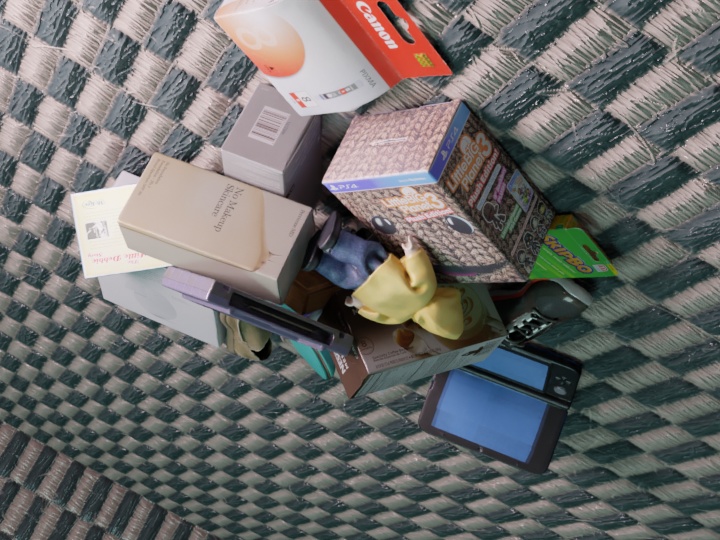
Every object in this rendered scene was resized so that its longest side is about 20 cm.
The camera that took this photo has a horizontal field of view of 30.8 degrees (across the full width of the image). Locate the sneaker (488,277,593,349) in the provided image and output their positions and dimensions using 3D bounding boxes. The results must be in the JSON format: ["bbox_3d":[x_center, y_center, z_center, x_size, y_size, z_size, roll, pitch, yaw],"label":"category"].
[{"bbox_3d":[0.212,0.063,1.630,0.077,0.082,0.200,34,154,-18],"label":"sneaker"}]

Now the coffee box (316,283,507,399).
[{"bbox_3d":[0.063,0.069,1.604,0.200,0.115,0.080,-13,158,-26],"label":"coffee box"}]

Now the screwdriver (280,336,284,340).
[{"bbox_3d":[-0.128,-0.003,1.751,0.028,0.029,0.200,-14,99,17],"label":"screwdriver"}]

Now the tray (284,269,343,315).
[{"bbox_3d":[-0.105,-0.021,1.635,0.200,0.099,0.037,36,126,30],"label":"tray"}]

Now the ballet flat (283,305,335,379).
[{"bbox_3d":[-0.078,0.070,1.823,0.067,0.070,0.200,23,157,53],"label":"ballet flat"}]

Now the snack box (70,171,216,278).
[{"bbox_3d":[-0.280,-0.060,1.737,0.200,0.116,0.037,-8,-176,15],"label":"snack box"}]

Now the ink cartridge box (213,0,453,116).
[{"bbox_3d":[-0.029,-0.227,1.332,0.200,0.050,0.162,4,148,44],"label":"ink cartridge box"}]

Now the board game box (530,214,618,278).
[{"bbox_3d":[0.201,-0.025,1.535,0.200,0.030,0.096,1,146,46],"label":"board game box"}]

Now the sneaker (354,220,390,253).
[{"bbox_3d":[0.000,0.000,1.699,0.080,0.086,0.200,23,155,9],"label":"sneaker"}]

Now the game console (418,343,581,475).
[{"bbox_3d":[0.190,0.177,1.828,0.200,0.118,0.171,19,155,12],"label":"game console"}]

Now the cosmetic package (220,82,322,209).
[{"bbox_3d":[-0.101,-0.116,1.547,0.090,0.107,0.200,20,156,12],"label":"cosmetic package"}]

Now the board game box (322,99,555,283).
[{"bbox_3d":[0.089,-0.081,1.449,0.159,0.097,0.200,-3,143,45],"label":"board game box"}]

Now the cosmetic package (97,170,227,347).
[{"bbox_3d":[-0.269,-0.015,1.876,0.199,0.123,0.200,22,155,9],"label":"cosmetic package"}]

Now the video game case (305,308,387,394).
[{"bbox_3d":[-0.037,0.048,1.741,0.181,0.045,0.200,45,-171,-37],"label":"video game case"}]

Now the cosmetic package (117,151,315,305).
[{"bbox_3d":[-0.162,-0.048,1.491,0.200,0.104,0.073,19,156,11],"label":"cosmetic package"}]

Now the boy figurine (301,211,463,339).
[{"bbox_3d":[0.038,0.010,1.478,0.200,0.064,0.124,28,128,-13],"label":"boy figurine"}]

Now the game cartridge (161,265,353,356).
[{"bbox_3d":[-0.121,0.049,1.516,0.200,0.038,0.130,24,170,-33],"label":"game cartridge"}]

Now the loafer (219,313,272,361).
[{"bbox_3d":[-0.155,0.070,1.883,0.067,0.076,0.200,24,157,10],"label":"loafer"}]
